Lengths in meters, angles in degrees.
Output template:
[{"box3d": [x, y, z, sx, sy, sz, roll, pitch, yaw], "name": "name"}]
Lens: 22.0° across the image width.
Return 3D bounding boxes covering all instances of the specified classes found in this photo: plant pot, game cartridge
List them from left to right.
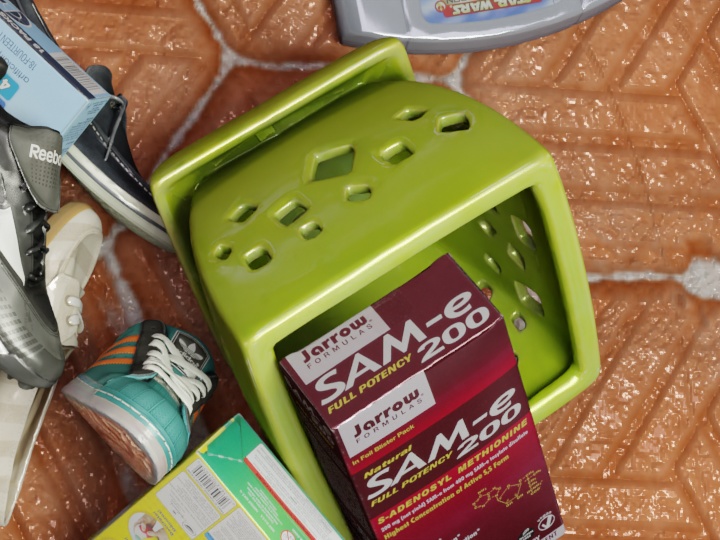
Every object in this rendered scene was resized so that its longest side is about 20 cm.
[{"box3d": [0.000, 0.000, 1.067, 0.199, 0.200, 0.182, -31, 48, -11], "name": "plant pot"}, {"box3d": [0.074, -0.211, 1.205, 0.198, 0.042, 0.135, -11, 78, -9], "name": "game cartridge"}]

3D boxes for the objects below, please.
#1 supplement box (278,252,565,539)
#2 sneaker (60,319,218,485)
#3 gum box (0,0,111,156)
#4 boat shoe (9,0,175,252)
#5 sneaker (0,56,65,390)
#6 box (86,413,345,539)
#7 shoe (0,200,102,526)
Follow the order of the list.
[{"box3d": [0.038, 0.098, 0.998, 0.108, 0.201, 0.061, -33, 47, -11], "name": "supplement box"}, {"box3d": [-0.120, 0.064, 1.049, 0.080, 0.200, 0.071, -43, 101, -9], "name": "sneaker"}, {"box3d": [-0.273, -0.083, 1.091, 0.170, 0.045, 0.200, 42, 103, 3], "name": "gum box"}, {"box3d": [-0.169, -0.094, 1.135, 0.062, 0.075, 0.200, -41, 82, -6], "name": "boat shoe"}, {"box3d": [-0.196, -0.036, 1.018, 0.090, 0.066, 0.202, -27, 81, 10], "name": "sneaker"}, {"box3d": [-0.094, 0.177, 1.056, 0.118, 0.200, 0.048, 50, 41, 0], "name": "box"}, {"box3d": [-0.195, 0.057, 1.106, 0.053, 0.070, 0.202, 24, 87, 11], "name": "shoe"}]
